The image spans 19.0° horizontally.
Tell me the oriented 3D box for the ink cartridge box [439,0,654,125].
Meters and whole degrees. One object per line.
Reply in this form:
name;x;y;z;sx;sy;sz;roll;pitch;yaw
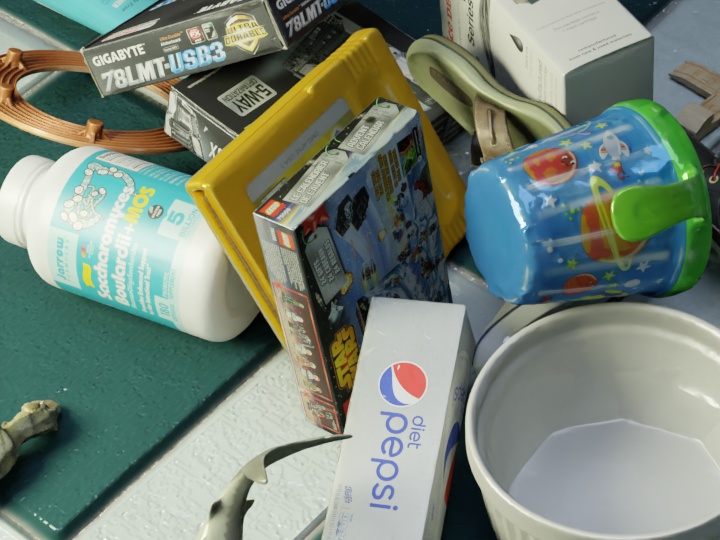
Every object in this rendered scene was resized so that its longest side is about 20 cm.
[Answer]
ink cartridge box;0.141;-0.167;1.660;0.084;0.146;0.200;-24;47;-16

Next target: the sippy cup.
sippy cup;0.144;-0.036;1.432;0.130;0.178;0.140;-13;59;-20

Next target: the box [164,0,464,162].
box;-0.028;-0.126;1.665;0.158;0.050;0.200;36;49;20

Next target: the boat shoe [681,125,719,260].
boat shoe;0.264;-0.051;1.549;0.074;0.063;0.201;-26;66;-35

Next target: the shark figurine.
shark figurine;-0.070;0.199;1.361;0.089;0.215;0.128;8;2;-35

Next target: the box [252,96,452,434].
box;0.000;0.000;1.477;0.040;0.200;0.137;22;51;32

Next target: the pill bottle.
pill bottle;-0.168;-0.026;1.585;0.200;0.111;0.111;17;50;23

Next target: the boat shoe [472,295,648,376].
boat shoe;0.137;0.008;1.541;0.202;0.075;0.086;-35;52;-28

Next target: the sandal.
sandal;0.098;-0.100;1.601;0.057;0.080;0.201;-36;57;-25

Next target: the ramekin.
ramekin;0.170;0.127;1.401;0.199;0.105;0.201;-4;46;4

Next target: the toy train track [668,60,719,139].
toy train track;0.325;-0.169;1.718;0.200;0.033;0.115;-36;52;-27

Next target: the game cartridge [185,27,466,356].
game cartridge;-0.013;-0.049;1.552;0.200;0.177;0.032;-44;25;-30

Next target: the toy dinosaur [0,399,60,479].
toy dinosaur;-0.290;0.143;1.484;0.088;0.048;0.200;24;56;18

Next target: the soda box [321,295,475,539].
soda box;0.026;0.121;1.416;0.068;0.063;0.201;5;64;13

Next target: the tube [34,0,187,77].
tube;-0.198;-0.217;1.821;0.200;0.050;0.077;28;50;24

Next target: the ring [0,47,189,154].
ring;-0.208;-0.140;1.702;0.200;0.019;0.201;12;23;-5

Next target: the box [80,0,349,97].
box;-0.086;-0.210;1.674;0.200;0.050;0.198;-11;20;40
